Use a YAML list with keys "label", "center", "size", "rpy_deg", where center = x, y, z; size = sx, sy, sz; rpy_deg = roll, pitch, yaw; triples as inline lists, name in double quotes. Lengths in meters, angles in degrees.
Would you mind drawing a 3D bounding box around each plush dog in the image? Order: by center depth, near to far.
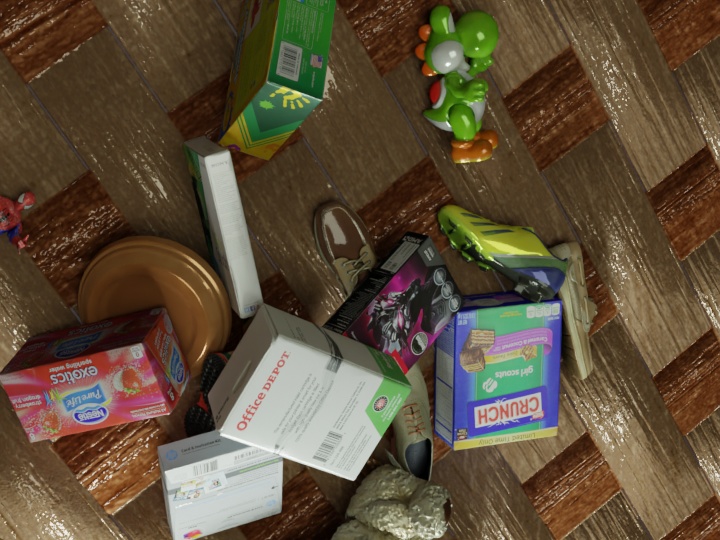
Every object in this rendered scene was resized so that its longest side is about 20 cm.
- label: "plush dog"
  center: [0.016, 0.358, 1.532]
  size: [0.159, 0.201, 0.172]
  rpy_deg: [35, 63, 6]

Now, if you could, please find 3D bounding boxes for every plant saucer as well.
- label: "plant saucer"
  center: [-0.258, 0.056, 1.383]
  size: [0.196, 0.038, 0.203]
  rpy_deg: [3, 116, 7]

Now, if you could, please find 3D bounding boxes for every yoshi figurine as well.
- label: "yoshi figurine"
  center: [0.148, -0.252, 1.467]
  size: [0.111, 0.112, 0.203]
  rpy_deg: [-23, 108, -29]

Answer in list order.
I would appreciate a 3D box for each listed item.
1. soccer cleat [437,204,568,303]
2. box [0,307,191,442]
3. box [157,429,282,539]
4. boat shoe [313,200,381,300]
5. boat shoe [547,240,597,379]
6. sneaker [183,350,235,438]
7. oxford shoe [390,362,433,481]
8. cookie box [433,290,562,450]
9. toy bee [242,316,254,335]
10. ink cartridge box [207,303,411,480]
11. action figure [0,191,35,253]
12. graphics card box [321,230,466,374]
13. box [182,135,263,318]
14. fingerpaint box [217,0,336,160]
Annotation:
- label: "soccer cleat"
  center: [0.196, -0.037, 1.541]
  size: [0.199, 0.065, 0.084]
  rpy_deg: [34, 71, -2]
- label: "box"
  center: [-0.318, 0.126, 1.352]
  size: [0.197, 0.096, 0.101]
  rpy_deg: [-12, 113, 15]
- label: "box"
  center: [-0.178, 0.273, 1.451]
  size: [0.153, 0.042, 0.202]
  rpy_deg: [-14, 142, -15]
- label: "boat shoe"
  center: [0.000, 0.000, 1.487]
  size: [0.075, 0.072, 0.202]
  rpy_deg: [-30, 111, -10]
- label: "boat shoe"
  center: [0.311, 0.059, 1.609]
  size: [0.064, 0.071, 0.203]
  rpy_deg: [-19, 107, -13]
- label: "sneaker"
  center: [-0.164, 0.172, 1.441]
  size: [0.092, 0.071, 0.201]
  rpy_deg: [-13, 143, -32]
- label: "oxford shoe"
  center: [0.074, 0.204, 1.561]
  size: [0.070, 0.074, 0.203]
  rpy_deg: [-16, 108, -15]
- label: "cookie box"
  center: [0.194, 0.139, 1.586]
  size: [0.168, 0.075, 0.204]
  rpy_deg: [-5, 105, -19]
- label: "toy bee"
  center: [-0.070, 0.131, 1.464]
  size: [0.197, 0.110, 0.132]
  rpy_deg: [18, 133, -2]
- label: "ink cartridge box"
  center: [-0.062, 0.146, 1.340]
  size: [0.198, 0.084, 0.147]
  rpy_deg: [25, 107, -29]
- label: "action figure"
  center: [-0.462, -0.025, 1.312]
  size: [0.199, 0.099, 0.066]
  rpy_deg: [-39, 113, -9]
- label: "graphics card box"
  center: [0.042, 0.063, 1.456]
  size: [0.200, 0.050, 0.126]
  rpy_deg: [-47, 125, -23]
- label: "box"
  center: [-0.169, -0.056, 1.377]
  size: [0.036, 0.144, 0.204]
  rpy_deg: [-15, 107, -16]
- label: "fingerpaint box"
  center: [-0.093, -0.257, 1.301]
  size: [0.072, 0.167, 0.203]
  rpy_deg: [16, 65, -21]
